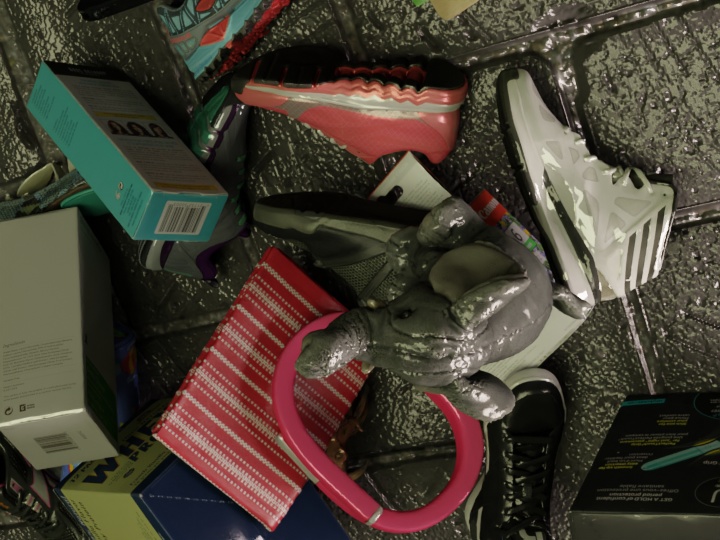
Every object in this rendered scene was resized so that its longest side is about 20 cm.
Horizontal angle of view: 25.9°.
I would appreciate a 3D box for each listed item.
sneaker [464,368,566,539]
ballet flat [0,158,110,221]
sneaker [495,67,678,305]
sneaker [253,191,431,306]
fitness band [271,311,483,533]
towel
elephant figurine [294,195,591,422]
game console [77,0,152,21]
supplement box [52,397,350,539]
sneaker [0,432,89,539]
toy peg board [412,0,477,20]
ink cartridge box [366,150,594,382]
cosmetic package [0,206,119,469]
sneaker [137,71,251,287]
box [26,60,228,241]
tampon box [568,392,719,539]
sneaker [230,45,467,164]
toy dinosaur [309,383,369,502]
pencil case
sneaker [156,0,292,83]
[{"bbox_3d":[0.144,0.189,1.319,0.072,0.113,0.202,-1,130,-13],"label":"sneaker"},{"bbox_3d":[-0.266,-0.075,1.427,0.198,0.074,0.075,-24,101,27],"label":"ballet flat"},{"bbox_3d":[0.184,-0.078,1.242,0.114,0.076,0.203,-21,90,2],"label":"sneaker"},{"bbox_3d":[0.000,0.000,1.278,0.197,0.076,0.116,13,111,13],"label":"sneaker"},{"bbox_3d":[0.013,0.126,1.314,0.200,0.144,0.037,44,162,0],"label":"fitness band"},{"bbox_3d":[-0.074,0.097,1.325,0.144,0.201,0.022,41,156,-21],"label":"towel"},{"bbox_3d":[0.064,0.044,1.131,0.154,0.200,0.142,-30,103,20],"label":"elephant figurine"},{"bbox_3d":[-0.147,-0.312,1.233,0.198,0.177,0.117,-13,128,31],"label":"game console"},{"bbox_3d":[-0.137,0.230,1.402,0.201,0.134,0.199,56,150,-14],"label":"supplement box"},{"bbox_3d":[-0.340,0.219,1.568,0.080,0.086,0.201,-30,99,32],"label":"sneaker"},{"bbox_3d":[0.076,-0.312,1.159,0.199,0.098,0.200,-29,98,30],"label":"toy peg board"},{"bbox_3d":[0.089,-0.004,1.311,0.200,0.050,0.109,44,123,1],"label":"ink cartridge box"},{"bbox_3d":[-0.270,0.060,1.387,0.084,0.202,0.108,-10,152,5],"label":"cosmetic package"},{"bbox_3d":[-0.122,-0.079,1.374,0.087,0.075,0.201,20,119,-20],"label":"sneaker"},{"bbox_3d":[-0.200,-0.102,1.321,0.200,0.082,0.050,47,121,36],"label":"box"},{"bbox_3d":[0.265,0.197,1.234,0.148,0.200,0.128,-3,111,24],"label":"tampon box"},{"bbox_3d":[-0.012,-0.127,1.282,0.197,0.074,0.088,7,122,11],"label":"sneaker"},{"bbox_3d":[-0.048,0.091,1.394,0.134,0.086,0.203,7,107,18],"label":"toy dinosaur"},{"bbox_3d":[-0.254,0.144,1.503,0.086,0.078,0.203,-2,113,-5],"label":"pencil case"},{"bbox_3d":[-0.098,-0.246,1.272,0.096,0.079,0.200,49,119,3],"label":"sneaker"}]
